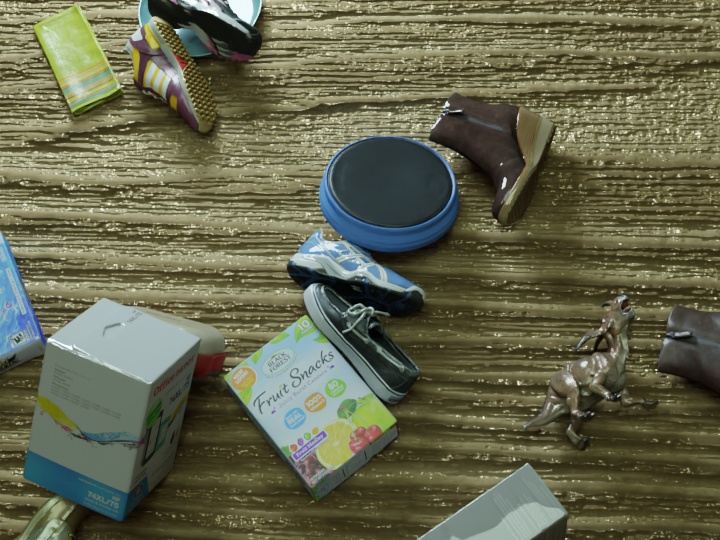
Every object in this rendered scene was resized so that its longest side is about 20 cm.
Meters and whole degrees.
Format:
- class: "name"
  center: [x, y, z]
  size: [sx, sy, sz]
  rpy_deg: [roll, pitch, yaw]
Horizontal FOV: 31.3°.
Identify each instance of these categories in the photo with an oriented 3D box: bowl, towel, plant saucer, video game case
- class: "bowl"
  center: [0.041, -0.112, 1.801]
  size: [0.197, 0.040, 0.202]
  rpy_deg: [2, 48, -2]
- class: "towel"
  center: [-0.445, -0.333, 2.019]
  size: [0.085, 0.018, 0.201]
  rpy_deg: [-25, 61, -9]
- class: "plant saucer"
  center: [-0.252, -0.412, 2.036]
  size: [0.197, 0.028, 0.203]
  rpy_deg: [-3, 60, 5]
- class: "video game case"
  center: [-0.553, 0.063, 1.796]
  size: [0.179, 0.046, 0.201]
  rpy_deg: [-26, 62, -7]

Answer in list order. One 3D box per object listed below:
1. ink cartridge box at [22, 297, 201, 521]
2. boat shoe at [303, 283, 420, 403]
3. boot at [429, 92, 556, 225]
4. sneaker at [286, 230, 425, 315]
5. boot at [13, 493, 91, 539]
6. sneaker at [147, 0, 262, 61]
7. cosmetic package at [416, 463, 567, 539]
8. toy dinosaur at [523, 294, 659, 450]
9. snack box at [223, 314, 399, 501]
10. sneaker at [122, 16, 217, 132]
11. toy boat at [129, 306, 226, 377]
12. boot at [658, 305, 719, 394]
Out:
- class: "ink cartridge box"
  center: [-0.306, 0.168, 1.590]
  size: [0.144, 0.202, 0.147]
  rpy_deg: [21, 25, 11]
- class: "boat shoe"
  center: [0.003, 0.080, 1.696]
  size: [0.068, 0.073, 0.200]
  rpy_deg: [-51, 61, 25]
- class: "boot"
  center: [0.173, -0.160, 1.828]
  size: [0.164, 0.073, 0.201]
  rpy_deg: [17, 57, 16]
- class: "sneaker"
  center: [0.000, 0.000, 1.752]
  size: [0.198, 0.076, 0.078]
  rpy_deg: [20, 60, 15]
- class: "boot"
  center: [-0.358, 0.369, 1.591]
  size: [0.154, 0.072, 0.200]
  rpy_deg: [36, 72, 21]
- class: "sneaker"
  center: [-0.227, -0.400, 1.971]
  size: [0.199, 0.081, 0.087]
  rpy_deg: [31, 58, 15]
- class: "cosmetic package"
  center: [0.145, 0.331, 1.537]
  size: [0.199, 0.107, 0.090]
  rpy_deg: [-35, 64, -11]
- class: "toy dinosaur"
  center: [0.288, 0.137, 1.647]
  size: [0.199, 0.086, 0.136]
  rpy_deg: [-33, 51, 6]
- class: "snack box"
  center: [-0.064, 0.177, 1.675]
  size: [0.142, 0.053, 0.200]
  rpy_deg: [-35, 63, -14]
- class: "sneaker"
  center: [-0.290, -0.280, 1.950]
  size: [0.090, 0.075, 0.202]
  rpy_deg: [-35, 71, 23]
- class: "toy boat"
  center: [-0.283, 0.123, 1.706]
  size: [0.197, 0.130, 0.133]
  rpy_deg: [14, 92, 13]
- class: "boot"
  center: [0.462, 0.142, 1.634]
  size: [0.164, 0.073, 0.202]
  rpy_deg: [6, 63, 23]
